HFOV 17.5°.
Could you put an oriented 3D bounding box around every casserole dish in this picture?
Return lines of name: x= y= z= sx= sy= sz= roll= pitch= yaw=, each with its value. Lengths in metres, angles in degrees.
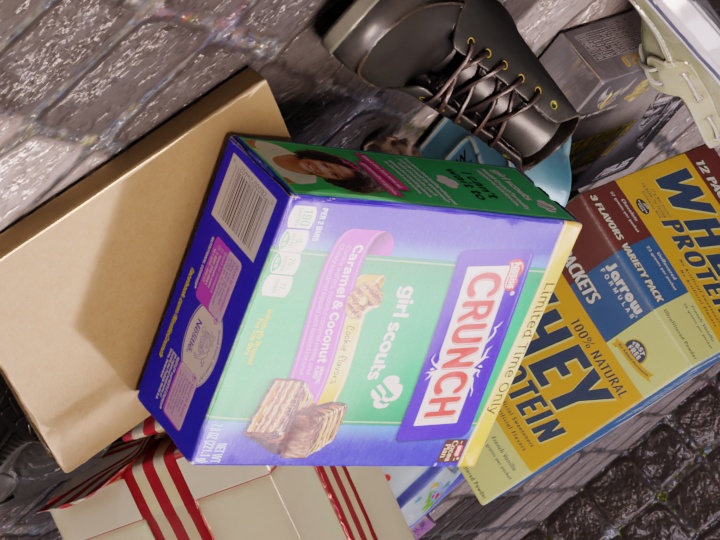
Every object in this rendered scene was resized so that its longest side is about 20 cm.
casserole dish: x=0.064 y=-0.043 z=1.532 sx=0.039 sy=0.121 sz=0.200 roll=9 pitch=138 yaw=-35

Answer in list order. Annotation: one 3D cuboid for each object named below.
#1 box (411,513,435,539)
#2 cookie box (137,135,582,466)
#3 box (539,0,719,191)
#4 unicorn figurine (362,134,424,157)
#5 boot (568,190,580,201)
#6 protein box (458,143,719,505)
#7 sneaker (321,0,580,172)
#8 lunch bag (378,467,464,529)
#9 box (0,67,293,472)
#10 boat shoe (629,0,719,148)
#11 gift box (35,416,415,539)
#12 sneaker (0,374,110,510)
box: x=-0.044 y=0.250 z=2.168 sx=0.200 sy=0.097 sz=0.176 roll=-38 pitch=165 yaw=-1
cookie box: x=0.000 y=0.022 z=1.297 sx=0.199 sy=0.075 sz=0.172 roll=3 pitch=119 yaw=-36
box: x=0.169 y=-0.118 z=1.672 sx=0.200 sy=0.048 sz=0.158 roll=-22 pitch=158 yaw=-49
unicorn figurine: x=0.000 y=0.000 z=1.507 sx=0.200 sy=0.137 sz=0.074 roll=-62 pitch=161 yaw=16
boot: x=0.106 y=-0.008 z=1.815 sx=0.154 sy=0.074 sz=0.203 roll=-39 pitch=163 yaw=14
protein box: x=0.165 y=0.035 z=1.619 sx=0.200 sy=0.135 sz=0.198 roll=-38 pitch=170 yaw=35
sneaker: x=0.060 y=-0.112 z=1.309 sx=0.075 sy=0.106 sz=0.200 roll=-45 pitch=164 yaw=22
lunch bag: x=-0.034 y=0.133 z=1.693 sx=0.200 sy=0.170 sz=0.127 roll=-45 pitch=165 yaw=17
box: x=-0.111 y=0.002 z=1.273 sx=0.200 sy=0.021 sz=0.164 roll=-35 pitch=136 yaw=-12
boat shoe: x=0.219 y=-0.142 z=1.563 sx=0.062 sy=0.072 sz=0.200 roll=-35 pitch=135 yaw=13
gift box: x=-0.098 y=0.167 z=1.556 sx=0.199 sy=0.187 sz=0.185 roll=-21 pitch=-171 yaw=18
sneaker: x=-0.188 y=0.092 z=1.427 sx=0.200 sy=0.060 sz=0.104 roll=-43 pitch=165 yaw=35
